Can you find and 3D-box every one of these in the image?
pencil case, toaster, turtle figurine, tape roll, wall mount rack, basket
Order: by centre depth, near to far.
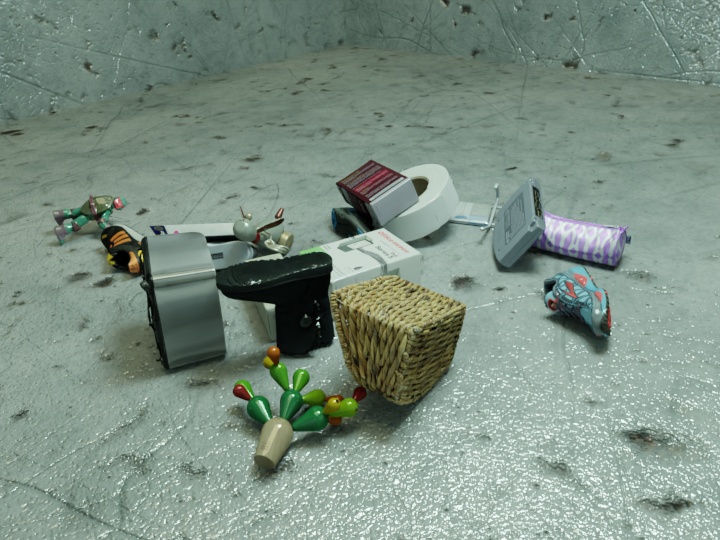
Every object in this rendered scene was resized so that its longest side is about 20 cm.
[{"bbox_3d":[0.048,0.104,0.951,0.148,0.145,0.199,22,19,27],"label":"basket"},{"bbox_3d":[-0.306,0.049,1.066,0.117,0.183,0.200,-11,29,-17],"label":"toaster"},{"bbox_3d":[0.452,-0.070,1.302,0.198,0.086,0.084,14,38,31],"label":"pencil case"},{"bbox_3d":[0.122,-0.156,1.429,0.200,0.071,0.203,-21,33,14],"label":"tape roll"},{"bbox_3d":[0.247,-0.137,1.457,0.197,0.075,0.175,8,50,22],"label":"wall mount rack"},{"bbox_3d":[-0.642,-0.135,1.528,0.198,0.102,0.150,-17,31,-12],"label":"turtle figurine"}]

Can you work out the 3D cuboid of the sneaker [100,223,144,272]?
[{"bbox_3d":[-0.531,-0.047,1.376,0.198,0.071,0.090,20,33,32],"label":"sneaker"}]

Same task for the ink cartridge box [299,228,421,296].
[{"bbox_3d":[0.000,0.000,1.222,0.198,0.085,0.145,-18,32,-24],"label":"ink cartridge box"}]

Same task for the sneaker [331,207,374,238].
[{"bbox_3d":[0.000,-0.103,1.419,0.081,0.074,0.200,-12,31,-19],"label":"sneaker"}]

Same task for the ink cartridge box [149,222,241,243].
[{"bbox_3d":[-0.352,-0.070,1.370,0.197,0.095,0.038,0,69,-1],"label":"ink cartridge box"}]

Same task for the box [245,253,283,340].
[{"bbox_3d":[-0.159,0.045,1.176,0.081,0.069,0.200,-12,31,-15],"label":"box"}]

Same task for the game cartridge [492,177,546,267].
[{"bbox_3d":[0.331,-0.098,1.317,0.040,0.134,0.201,33,36,-12],"label":"game cartridge"}]

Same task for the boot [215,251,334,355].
[{"bbox_3d":[-0.133,0.067,1.026,0.198,0.170,0.076,-11,29,-24],"label":"boot"}]

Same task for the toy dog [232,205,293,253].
[{"bbox_3d":[-0.201,-0.098,1.335,0.130,0.098,0.200,17,-1,-6],"label":"toy dog"}]

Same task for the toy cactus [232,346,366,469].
[{"bbox_3d":[-0.102,0.198,0.886,0.197,0.103,0.166,14,42,10],"label":"toy cactus"}]

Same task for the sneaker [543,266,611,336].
[{"bbox_3d":[0.375,0.063,1.098,0.094,0.080,0.200,-11,20,5],"label":"sneaker"}]

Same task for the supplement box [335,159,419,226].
[{"bbox_3d":[0.035,-0.179,1.409,0.108,0.061,0.200,-34,32,-9],"label":"supplement box"}]

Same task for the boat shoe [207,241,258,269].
[{"bbox_3d":[-0.311,-0.033,1.340,0.197,0.071,0.066,-7,-3,17],"label":"boat shoe"}]
